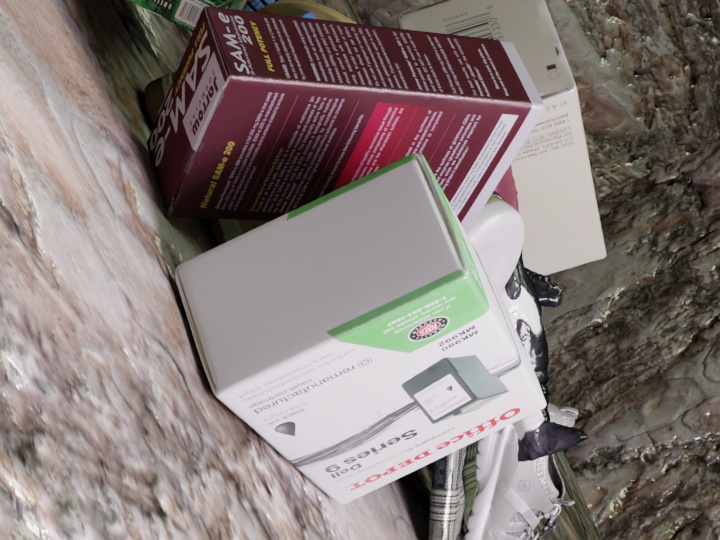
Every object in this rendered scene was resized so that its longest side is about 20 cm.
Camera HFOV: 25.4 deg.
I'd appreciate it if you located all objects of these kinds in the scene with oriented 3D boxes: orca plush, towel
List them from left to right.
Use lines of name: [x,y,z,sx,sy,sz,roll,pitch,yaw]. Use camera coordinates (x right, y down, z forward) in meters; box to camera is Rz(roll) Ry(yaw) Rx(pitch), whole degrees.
towel: [0.083,0.123,1.273,0.200,0.034,0.193,8,86,-82]
orca plush: [0.120,0.027,1.121,0.200,0.071,0.105,67,-23,20]

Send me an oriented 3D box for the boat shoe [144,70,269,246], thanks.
boat shoe: [-0.055,-0.040,0.986,0.200,0.076,0.072,62,7,-24]

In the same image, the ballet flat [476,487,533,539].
ballet flat: [0.109,0.196,1.431,0.200,0.069,0.069,65,7,1]

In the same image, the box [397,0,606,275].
box: [0.108,-0.099,1.210,0.200,0.109,0.128,70,5,-51]

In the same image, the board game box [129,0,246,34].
board game box: [-0.124,-0.179,0.958,0.105,0.023,0.200,28,12,-5]

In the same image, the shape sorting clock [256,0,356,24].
shape sorting clock: [-0.021,-0.103,1.162,0.039,0.200,0.200,-36,105,-40]

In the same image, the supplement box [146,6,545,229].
supplement box: [-0.009,-0.082,0.912,0.109,0.200,0.061,-59,-140,41]

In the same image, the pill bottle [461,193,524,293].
pill bottle: [0.001,-0.045,1.061,0.200,0.111,0.111,38,-4,24]

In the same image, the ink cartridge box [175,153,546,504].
ink cartridge box: [0.008,0.040,0.889,0.084,0.146,0.200,68,8,30]

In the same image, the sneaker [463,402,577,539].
sneaker: [0.128,0.193,1.274,0.075,0.082,0.201,-56,153,-69]

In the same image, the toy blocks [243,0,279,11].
toy blocks: [-0.096,-0.246,1.204,0.137,0.100,0.200,54,5,11]
